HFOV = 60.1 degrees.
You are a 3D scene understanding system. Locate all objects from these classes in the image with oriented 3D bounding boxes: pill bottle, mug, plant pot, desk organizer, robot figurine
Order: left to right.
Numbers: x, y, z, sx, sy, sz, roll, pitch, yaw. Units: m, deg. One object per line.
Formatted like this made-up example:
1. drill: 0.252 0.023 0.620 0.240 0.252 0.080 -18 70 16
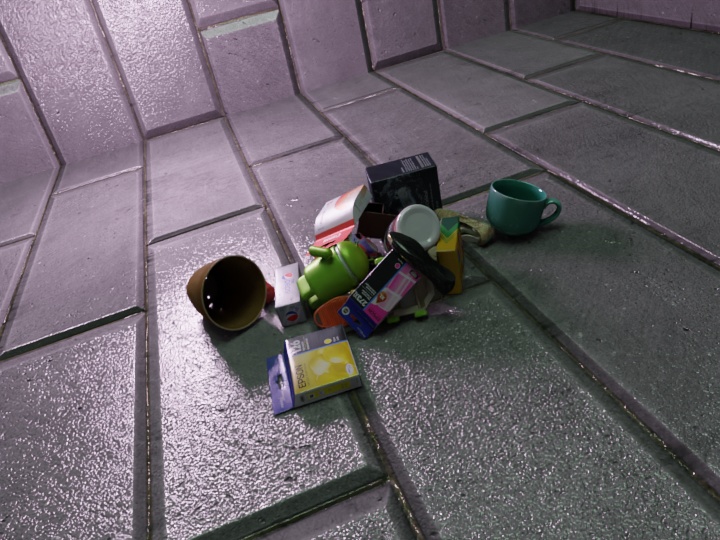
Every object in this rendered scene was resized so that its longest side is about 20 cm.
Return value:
1. plant pot: -0.375 0.052 1.635 0.186 0.189 0.198 -36 24 -33
2. robot figurine: -0.063 0.007 1.563 0.199 0.176 0.116 -36 42 7
3. desk organizer: 0.090 -0.134 1.739 0.196 0.078 0.072 7 32 1
4. pill bottle: 0.125 -0.088 1.591 0.114 0.118 0.200 -21 -6 -13
5. mug: 0.429 -0.159 1.681 0.184 0.116 0.151 29 35 32

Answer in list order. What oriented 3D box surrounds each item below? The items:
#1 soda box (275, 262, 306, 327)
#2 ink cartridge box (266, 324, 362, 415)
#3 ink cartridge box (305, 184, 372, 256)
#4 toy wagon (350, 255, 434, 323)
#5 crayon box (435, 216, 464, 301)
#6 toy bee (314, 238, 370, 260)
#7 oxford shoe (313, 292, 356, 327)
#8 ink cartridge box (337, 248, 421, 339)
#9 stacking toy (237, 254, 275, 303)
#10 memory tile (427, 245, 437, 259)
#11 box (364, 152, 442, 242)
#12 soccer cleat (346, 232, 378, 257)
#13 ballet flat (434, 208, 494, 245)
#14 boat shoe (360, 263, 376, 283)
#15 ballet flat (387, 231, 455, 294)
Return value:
1. soda box: -0.183 0.061 1.631 0.067 0.064 0.201 -15 31 1
2. ink cartridge box: -0.112 0.212 1.380 0.196 0.048 0.198 -15 32 -6
3. ink cartridge box: -0.070 -0.136 1.689 0.161 0.050 0.201 -20 27 41
4. toy wagon: 0.074 0.045 1.486 0.196 0.158 0.040 -12 -9 3
5. crayon box: 0.226 -0.030 1.556 0.050 0.129 0.201 -4 33 16
6. toy bee: -0.070 -0.092 1.793 0.109 0.131 0.199 51 37 10
7. oxford shoe: -0.022 0.088 1.541 0.197 0.073 0.073 -20 4 -6
8. ink cartridge box: 0.043 0.055 1.451 0.200 0.095 0.037 -47 -8 0
9. stacking toy: -0.297 0.030 1.720 0.085 0.087 0.199 -31 40 -27
10. memory tile: 0.158 -0.046 1.715 0.151 0.017 0.200 14 41 38
11. box: 0.130 -0.213 1.819 0.196 0.200 0.118 -14 31 -1
12. soccer cleat: 0.004 -0.070 1.702 0.065 0.078 0.200 -4 5 17
13. ballet flat: 0.274 -0.120 1.725 0.198 0.071 0.065 19 52 34
14. boat shoe: 0.000 0.000 1.656 0.197 0.069 0.072 7 39 34
15. ballet flat: 0.135 -0.018 1.443 0.200 0.057 0.066 42 41 15
